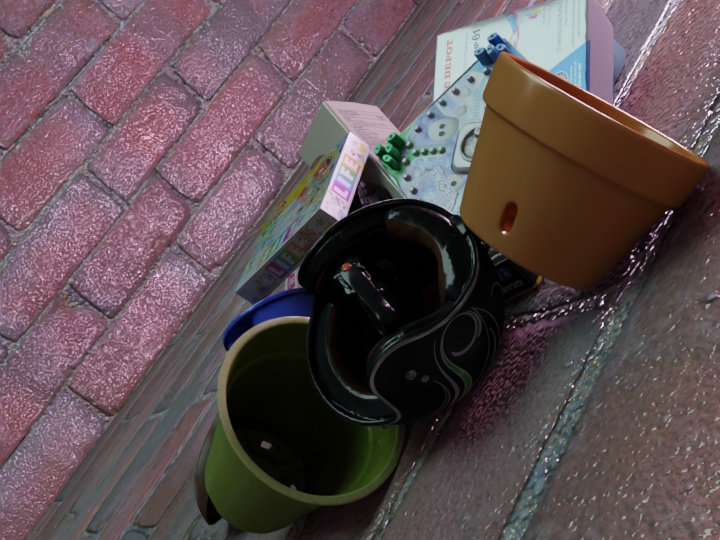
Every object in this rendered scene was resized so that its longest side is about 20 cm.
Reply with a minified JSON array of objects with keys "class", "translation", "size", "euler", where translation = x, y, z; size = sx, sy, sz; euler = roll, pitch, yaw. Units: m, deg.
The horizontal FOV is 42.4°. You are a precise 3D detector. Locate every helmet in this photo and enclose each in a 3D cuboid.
[{"class":"helmet","translation":[0.039,0.047,0.876],"size":[0.201,0.198,0.192],"euler":[-56,-24,-24]}]

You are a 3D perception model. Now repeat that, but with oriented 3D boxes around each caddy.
[{"class":"caddy","translation":[-0.076,0.080,1.159],"size":[0.198,0.106,0.141],"euler":[-1,-36,-45]}]

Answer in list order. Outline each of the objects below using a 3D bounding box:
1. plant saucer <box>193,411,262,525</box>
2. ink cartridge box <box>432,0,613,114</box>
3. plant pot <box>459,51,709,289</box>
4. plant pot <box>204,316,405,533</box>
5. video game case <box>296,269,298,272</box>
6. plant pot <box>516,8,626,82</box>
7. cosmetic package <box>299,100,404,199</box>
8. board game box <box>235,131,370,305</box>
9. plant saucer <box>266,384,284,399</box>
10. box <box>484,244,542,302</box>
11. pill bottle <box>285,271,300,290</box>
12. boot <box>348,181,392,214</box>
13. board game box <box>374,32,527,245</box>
[{"class":"plant saucer","translation":[-0.169,0.229,1.211],"size":[0.200,0.036,0.203],"euler":[21,-91,-81]},{"class":"ink cartridge box","translation":[0.184,-0.216,1.073],"size":[0.198,0.084,0.147],"euler":[-10,65,35]},{"class":"plant pot","translation":[0.176,-0.079,0.801],"size":[0.201,0.198,0.141],"euler":[-86,22,-69]},{"class":"plant pot","translation":[-0.080,0.185,0.974],"size":[0.191,0.198,0.201],"euler":[-55,5,47]},{"class":"video game case","translation":[0.000,0.000,1.249],"size":[0.200,0.024,0.184],"euler":[-41,59,31]},{"class":"plant pot","translation":[0.225,-0.259,1.212],"size":[0.200,0.134,0.200],"euler":[-47,13,14]},{"class":"cosmetic package","translation":[0.022,-0.115,1.156],"size":[0.102,0.201,0.088],"euler":[-3,-44,-42]},{"class":"board game box","translation":[-0.070,-0.059,1.106],"size":[0.200,0.034,0.136],"euler":[-40,24,43]},{"class":"plant saucer","translation":[-0.058,0.130,1.104],"size":[0.198,0.035,0.201],"euler":[-22,-24,-10]},{"class":"box","translation":[0.144,-0.022,1.022],"size":[0.199,0.049,0.160],"euler":[-33,19,53]},{"class":"pill bottle","translation":[-0.016,-0.002,1.365],"size":[0.200,0.113,0.114],"euler":[-38,17,43]},{"class":"boot","translation":[0.004,0.012,1.066],"size":[0.132,0.069,0.202],"euler":[-45,44,43]},{"class":"board game box","translation":[0.125,-0.137,1.001],"size":[0.200,0.026,0.201],"euler":[-42,49,12]}]
